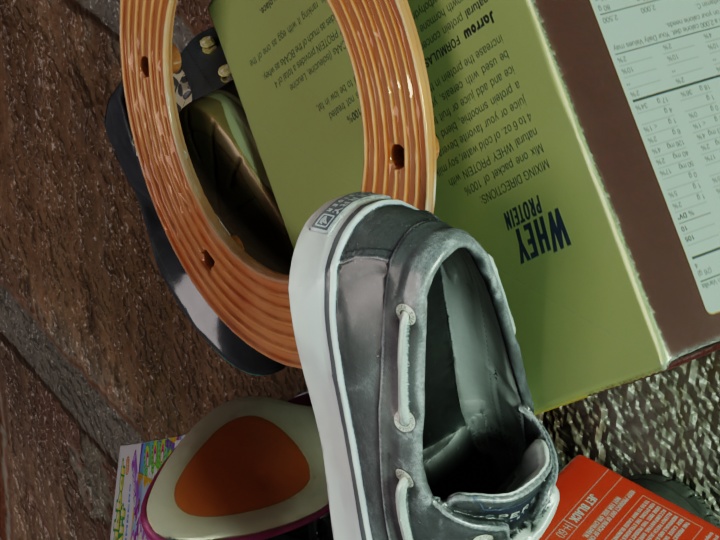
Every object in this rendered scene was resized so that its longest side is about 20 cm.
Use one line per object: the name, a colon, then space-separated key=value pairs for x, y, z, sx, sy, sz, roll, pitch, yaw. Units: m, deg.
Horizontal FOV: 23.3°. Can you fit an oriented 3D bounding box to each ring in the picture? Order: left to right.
ring: x=-0.033 y=-0.063 z=0.653 sx=0.200 sy=0.019 sz=0.203 roll=27 pitch=125 yaw=46

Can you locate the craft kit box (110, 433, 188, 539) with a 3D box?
craft kit box: x=-0.102 y=0.190 z=0.917 sx=0.197 sy=0.048 sz=0.203 roll=151 pitch=125 yaw=-73

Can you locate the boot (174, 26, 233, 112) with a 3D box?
boot: x=-0.034 y=-0.079 z=0.860 sx=0.154 sy=0.073 sz=0.204 roll=54 pitch=148 yaw=25

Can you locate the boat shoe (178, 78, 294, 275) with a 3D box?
boat shoe: x=0.000 y=0.000 z=0.752 sx=0.201 sy=0.065 sz=0.073 roll=58 pitch=157 yaw=-13

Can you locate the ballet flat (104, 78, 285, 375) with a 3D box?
ballet flat: x=-0.088 y=-0.036 z=0.979 sx=0.201 sy=0.072 sz=0.073 roll=61 pitch=147 yaw=23

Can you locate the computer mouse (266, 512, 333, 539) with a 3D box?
computer mouse: x=-0.047 y=0.172 z=0.958 sx=0.199 sy=0.052 sz=0.140 roll=8 pitch=109 yaw=63

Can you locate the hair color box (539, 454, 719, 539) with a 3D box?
hair color box: x=0.143 y=0.164 z=0.652 sx=0.199 sy=0.061 sz=0.102 roll=28 pitch=129 yaw=24

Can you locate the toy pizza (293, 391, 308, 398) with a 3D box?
toy pizza: x=-0.006 y=0.167 z=0.981 sx=0.200 sy=0.031 sz=0.202 roll=33 pitch=131 yaw=48

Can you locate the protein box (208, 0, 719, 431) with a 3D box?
protein box: x=0.068 y=-0.056 z=0.653 sx=0.198 sy=0.134 sz=0.202 roll=-29 pitch=80 yaw=58

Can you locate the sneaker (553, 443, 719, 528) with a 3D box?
sneaker: x=0.080 y=0.124 z=0.766 sx=0.199 sy=0.090 sz=0.077 roll=17 pitch=118 yaw=53

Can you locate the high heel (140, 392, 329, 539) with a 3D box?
high heel: x=-0.033 y=0.096 z=0.831 sx=0.068 sy=0.199 sz=0.096 roll=55 pitch=140 yaw=16

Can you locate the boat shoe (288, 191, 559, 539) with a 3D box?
boat shoe: x=0.034 y=0.069 z=0.583 sx=0.067 sy=0.071 sz=0.202 roll=17 pitch=129 yaw=43
